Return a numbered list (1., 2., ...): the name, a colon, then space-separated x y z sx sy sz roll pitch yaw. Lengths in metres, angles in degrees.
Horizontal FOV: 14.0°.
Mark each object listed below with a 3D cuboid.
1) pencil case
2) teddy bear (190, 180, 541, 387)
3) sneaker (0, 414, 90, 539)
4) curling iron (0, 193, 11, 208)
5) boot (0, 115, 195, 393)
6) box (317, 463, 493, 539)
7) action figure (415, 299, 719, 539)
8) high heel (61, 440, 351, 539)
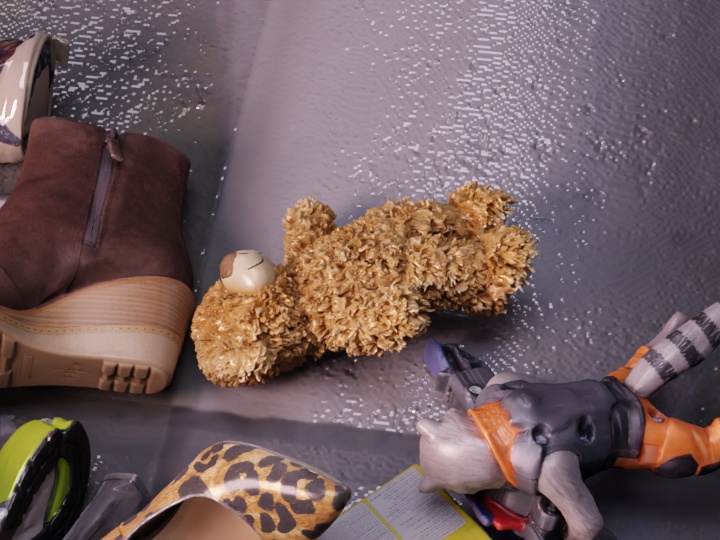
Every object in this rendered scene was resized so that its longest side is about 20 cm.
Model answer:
1. pencil case: -0.273 -0.107 1.718 0.200 0.078 0.090 3 58 7
2. teddy bear: 0.000 0.000 1.610 0.200 0.067 0.145 -8 41 8
3. sneaker: -0.221 0.154 1.534 0.081 0.074 0.200 13 51 32
4. curling iron: -0.264 -0.042 1.696 0.200 0.026 0.050 1 33 3
5. boot: -0.189 -0.015 1.629 0.200 0.072 0.167 12 49 -16
6. box: 0.048 0.201 1.482 0.117 0.048 0.200 -32 55 -19
7. action figure: 0.109 0.065 1.539 0.193 0.105 0.200 -19 44 -24
8. high heel: -0.097 0.158 1.473 0.200 0.071 0.143 -10 36 45
